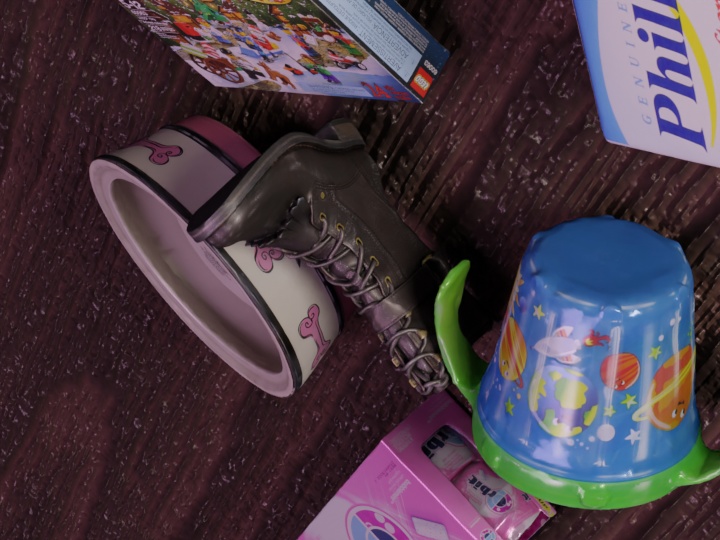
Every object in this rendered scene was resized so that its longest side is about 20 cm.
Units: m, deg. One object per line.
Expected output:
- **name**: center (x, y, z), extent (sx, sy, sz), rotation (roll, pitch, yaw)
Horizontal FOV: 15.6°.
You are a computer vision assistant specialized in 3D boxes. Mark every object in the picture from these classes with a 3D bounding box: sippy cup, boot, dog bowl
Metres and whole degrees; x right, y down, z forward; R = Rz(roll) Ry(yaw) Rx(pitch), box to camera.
- **sippy cup**: center (0.135, 0.045, 1.504), extent (0.178, 0.140, 0.130), rotation (0, 124, -6)
- **boot**: center (0.000, 0.000, 1.570), extent (0.069, 0.200, 0.174), rotation (-38, 85, 33)
- **dog bowl**: center (-0.084, -0.015, 1.697), extent (0.200, 0.074, 0.200), rotation (45, 163, 17)

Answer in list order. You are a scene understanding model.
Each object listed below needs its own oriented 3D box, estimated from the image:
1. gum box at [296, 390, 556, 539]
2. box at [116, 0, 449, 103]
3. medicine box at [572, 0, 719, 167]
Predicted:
- **gum box**: center (0.043, 0.173, 1.784), extent (0.114, 0.066, 0.200), rotation (46, 147, 7)
- **box**: center (-0.061, -0.155, 1.543), extent (0.200, 0.038, 0.137), rotation (9, 156, 50)
- **medicine box**: center (0.204, -0.143, 1.248), extent (0.200, 0.103, 0.182), rotation (15, 134, 40)
